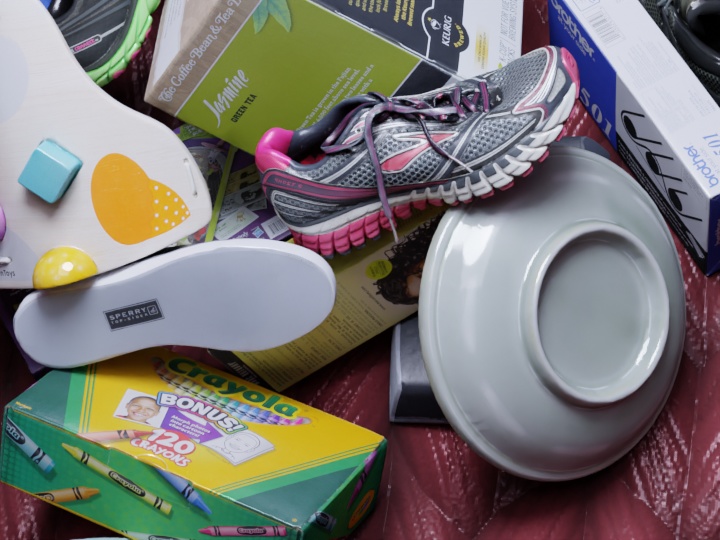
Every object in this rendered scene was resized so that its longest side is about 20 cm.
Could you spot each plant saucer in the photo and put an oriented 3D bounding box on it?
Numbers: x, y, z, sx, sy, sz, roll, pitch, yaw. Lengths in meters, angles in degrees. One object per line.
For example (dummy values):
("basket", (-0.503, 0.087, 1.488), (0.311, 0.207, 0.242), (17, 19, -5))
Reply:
("plant saucer", (0.127, 0.026, 1.301), (0.200, 0.200, 0.050), (-53, 27, -21))

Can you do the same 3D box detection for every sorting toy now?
("sorting toy", (-0.215, -0.087, 1.327), (0.200, 0.181, 0.107), (-2, 25, 43))

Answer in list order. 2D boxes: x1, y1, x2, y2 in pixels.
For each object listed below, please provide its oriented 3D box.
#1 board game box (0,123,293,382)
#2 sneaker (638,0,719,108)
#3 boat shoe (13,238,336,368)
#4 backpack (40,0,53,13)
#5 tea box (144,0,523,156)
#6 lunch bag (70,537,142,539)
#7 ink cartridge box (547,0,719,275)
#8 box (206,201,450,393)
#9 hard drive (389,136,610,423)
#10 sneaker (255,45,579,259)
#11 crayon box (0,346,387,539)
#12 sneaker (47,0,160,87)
("board game box", (-0.149, -0.018, 1.449), (0.200, 0.032, 0.120), (-28, 63, -9))
("sneaker", (0.216, -0.180, 1.450), (0.076, 0.114, 0.200), (-24, 58, -9))
("boat shoe", (-0.108, 0.014, 1.325), (0.199, 0.070, 0.066), (-13, 22, 15))
("backpack", (-0.273, -0.166, 1.474), (0.199, 0.163, 0.168), (12, 59, 15))
("tea box", (-0.011, -0.170, 1.390), (0.196, 0.134, 0.200), (26, 43, -19))
("lunch bag", (-0.171, 0.252, 1.244), (0.199, 0.122, 0.171), (-18, 56, -16))
("ink cartridge box", (0.187, -0.102, 1.418), (0.044, 0.094, 0.200), (-26, 60, -9))
("box", (0.000, 0.000, 1.354), (0.200, 0.075, 0.050), (-31, 50, 13))
("hard drive", (0.086, 0.001, 1.395), (0.134, 0.042, 0.201), (1, 60, 17))
("sneaker", (0.034, -0.076, 1.271), (0.199, 0.075, 0.081), (-26, 31, 15))
("crayon box", (-0.099, 0.113, 1.318), (0.199, 0.058, 0.119), (20, 30, 18))
("sneaker", (-0.153, -0.216, 1.385), (0.084, 0.077, 0.201), (24, 83, -26))
